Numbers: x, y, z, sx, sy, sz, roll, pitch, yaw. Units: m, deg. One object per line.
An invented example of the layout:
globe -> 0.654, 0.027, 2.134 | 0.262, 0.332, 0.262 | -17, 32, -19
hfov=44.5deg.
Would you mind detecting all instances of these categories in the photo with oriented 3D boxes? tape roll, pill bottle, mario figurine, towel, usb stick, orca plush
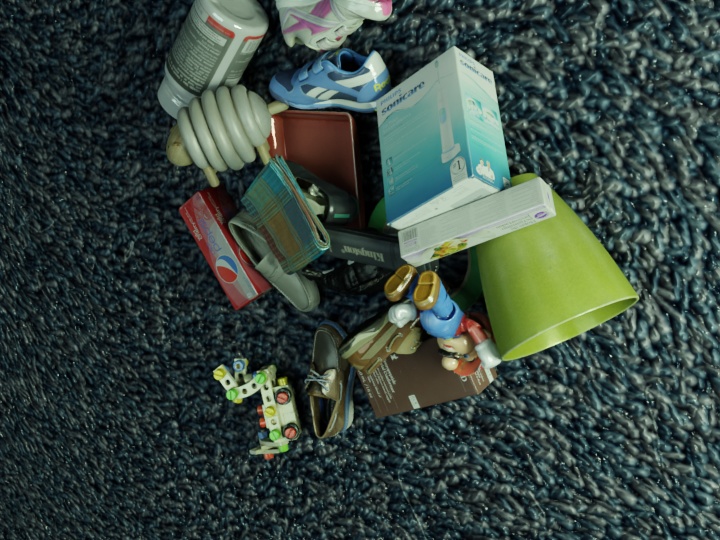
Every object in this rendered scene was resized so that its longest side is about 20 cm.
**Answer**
tape roll -> 0.103, -0.032, 1.271 | 0.199, 0.048, 0.202 | 14, 115, 31
pill bottle -> -0.232, -0.329, 1.353 | 0.114, 0.114, 0.200 | 47, 127, 11
mario figurine -> 0.109, 0.083, 1.158 | 0.106, 0.200, 0.124 | -36, 41, 13
towel -> -0.113, -0.072, 1.273 | 0.147, 0.022, 0.200 | 59, 156, 0
usb stick -> 0.018, -0.029, 1.206 | 0.199, 0.033, 0.056 | 13, 141, 33
orca plush -> 0.000, 0.000, 1.261 | 0.198, 0.071, 0.106 | -4, 116, 26

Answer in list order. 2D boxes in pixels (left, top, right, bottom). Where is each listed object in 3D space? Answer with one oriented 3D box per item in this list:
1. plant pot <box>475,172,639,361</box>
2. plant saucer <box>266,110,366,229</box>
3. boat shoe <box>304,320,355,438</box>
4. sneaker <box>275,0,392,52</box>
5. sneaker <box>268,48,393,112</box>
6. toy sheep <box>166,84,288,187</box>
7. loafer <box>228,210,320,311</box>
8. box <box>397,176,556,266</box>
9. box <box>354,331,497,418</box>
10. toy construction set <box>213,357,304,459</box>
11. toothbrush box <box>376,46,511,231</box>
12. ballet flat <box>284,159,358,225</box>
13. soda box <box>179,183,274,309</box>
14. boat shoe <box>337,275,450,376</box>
plant pot -> 0.225, -0.014, 1.128 | 0.187, 0.186, 0.201 | -36, 70, 38
plant saucer -> -0.064, -0.144, 1.336 | 0.199, 0.037, 0.202 | 12, 115, 44
boat shoe -> -0.052, 0.184, 1.444 | 0.072, 0.072, 0.202 | 5, 110, 33
sneaker -> -0.036, -0.353, 1.235 | 0.199, 0.081, 0.089 | 13, 116, 40
sneaker -> -0.045, -0.279, 1.256 | 0.198, 0.074, 0.083 | 6, 135, 25
toy sheep -> -0.199, -0.210, 1.318 | 0.199, 0.138, 0.139 | -24, 94, 0
loafer -> -0.143, -0.012, 1.437 | 0.200, 0.070, 0.070 | 50, 127, 10
box -> 0.139, -0.057, 1.081 | 0.199, 0.039, 0.042 | -21, 61, 27
box -> 0.095, 0.150, 1.330 | 0.199, 0.075, 0.101 | -22, 94, 37
toy construction set -> -0.170, 0.246, 1.539 | 0.130, 0.092, 0.202 | -11, 110, 12
toothbrush box -> 0.104, -0.161, 1.138 | 0.146, 0.085, 0.202 | -29, 55, 38
ballet flat -> -0.091, -0.115, 1.299 | 0.199, 0.073, 0.074 | 27, 122, 38
soda box -> -0.222, -0.041, 1.487 | 0.070, 0.063, 0.201 | -32, 88, 38
boat shoe -> 0.057, 0.083, 1.268 | 0.200, 0.076, 0.074 | -38, 94, 30
